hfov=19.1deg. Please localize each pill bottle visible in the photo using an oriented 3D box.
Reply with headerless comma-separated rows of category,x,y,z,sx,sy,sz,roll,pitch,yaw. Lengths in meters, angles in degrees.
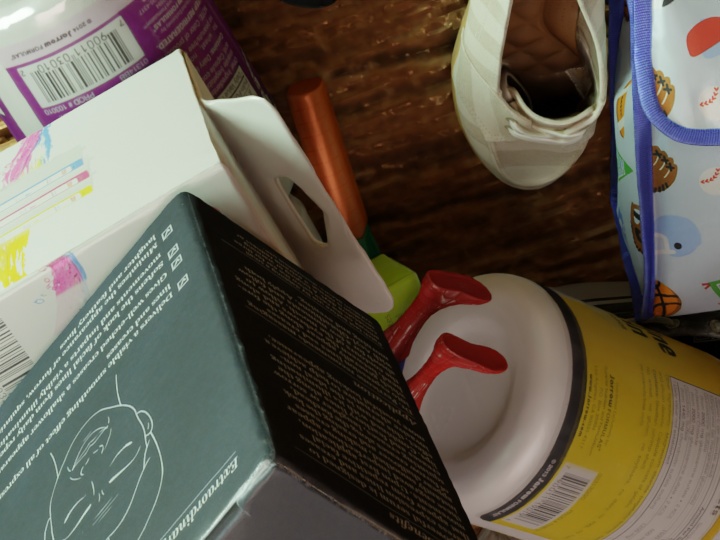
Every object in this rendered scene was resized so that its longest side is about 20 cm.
pill bottle,0.116,0.080,0.997,0.200,0.112,0.112,21,124,-38
pill bottle,-0.098,-0.067,0.997,0.112,0.112,0.200,-22,121,14

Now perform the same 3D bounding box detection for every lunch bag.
lunch bag,0.198,-0.083,0.971,0.170,0.124,0.200,-5,128,-1

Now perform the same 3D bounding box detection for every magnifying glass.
magnifying glass,0.000,0.000,1.070,0.022,0.080,0.200,-11,113,12

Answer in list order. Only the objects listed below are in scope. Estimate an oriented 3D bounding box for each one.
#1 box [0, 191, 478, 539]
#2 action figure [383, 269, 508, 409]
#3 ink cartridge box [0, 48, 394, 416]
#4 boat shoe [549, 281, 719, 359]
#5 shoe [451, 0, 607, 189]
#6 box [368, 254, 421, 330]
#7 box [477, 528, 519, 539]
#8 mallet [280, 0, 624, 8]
box,-0.055,0.091,0.766,0.107,0.200,0.148,35,105,-26
action figure,-0.004,0.087,0.938,0.052,0.066,0.200,17,129,-31
ink cartridge box,-0.099,0.013,0.902,0.200,0.125,0.129,-30,120,2
boat shoe,0.140,0.046,1.097,0.199,0.064,0.071,-12,122,8
shoe,0.078,-0.098,0.982,0.070,0.053,0.200,-6,142,-1
box,-0.042,0.093,1.015,0.200,0.048,0.122,-30,109,-11
box,0.156,0.191,1.208,0.200,0.039,0.041,22,122,-14
mallet,0.051,-0.135,0.999,0.200,0.041,0.066,15,123,-14
